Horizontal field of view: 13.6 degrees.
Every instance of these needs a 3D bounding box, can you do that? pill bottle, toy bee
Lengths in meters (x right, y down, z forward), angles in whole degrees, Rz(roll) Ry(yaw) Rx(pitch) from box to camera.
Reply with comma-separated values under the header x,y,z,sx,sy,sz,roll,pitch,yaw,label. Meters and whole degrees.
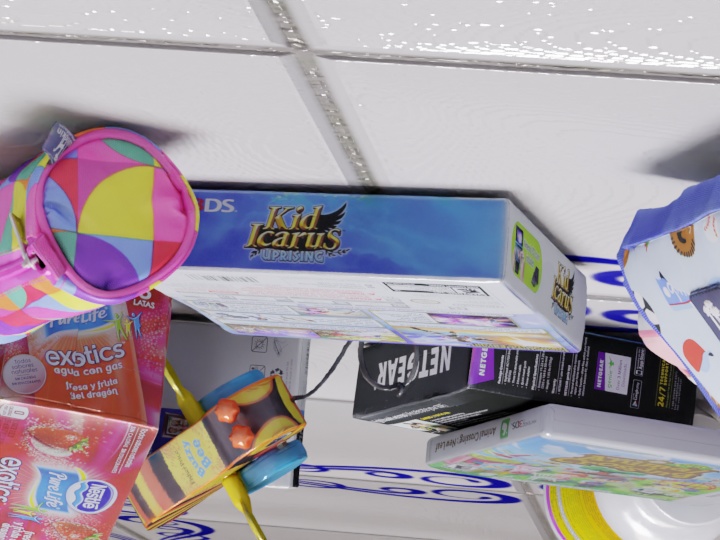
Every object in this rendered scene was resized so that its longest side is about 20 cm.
x,y,z,sx,sy,sz,roll,pitch,yaw,label
0.197,0.145,2.053,0.103,0.105,0.200,7,170,-10,pill bottle
-0.077,0.090,1.780,0.131,0.201,0.109,40,-161,16,toy bee

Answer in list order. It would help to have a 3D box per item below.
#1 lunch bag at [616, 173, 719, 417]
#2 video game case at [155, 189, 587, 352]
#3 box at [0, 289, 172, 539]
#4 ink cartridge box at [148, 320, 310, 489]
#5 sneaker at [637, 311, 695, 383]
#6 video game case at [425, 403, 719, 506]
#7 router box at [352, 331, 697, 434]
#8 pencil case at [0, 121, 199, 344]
x,y,z,sx,sy,sz,roll,pitch,yaw,label
0.224,0.014,1.304,0.199,0.125,0.170,22,166,-13,lunch bag
0.000,0.000,1.533,0.199,0.046,0.181,3,168,17,video game case
-0.174,0.081,1.754,0.095,0.100,0.200,10,150,-11,box
-0.133,0.080,1.885,0.198,0.100,0.039,5,177,8,ink cartridge box
0.237,0.077,1.668,0.199,0.105,0.075,13,169,-31,sneaker
0.164,0.115,1.836,0.199,0.022,0.182,10,167,-20,video game case
0.098,0.072,1.854,0.148,0.051,0.200,11,168,-19,router box
-0.148,-0.015,1.429,0.088,0.089,0.200,9,169,-21,pencil case
